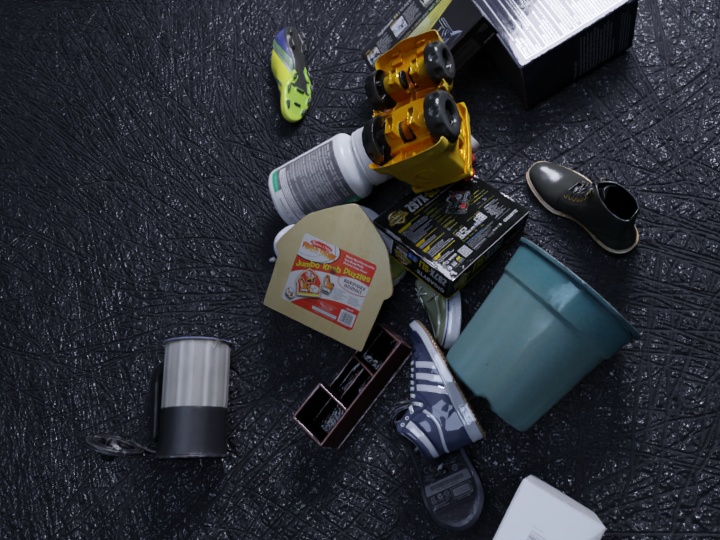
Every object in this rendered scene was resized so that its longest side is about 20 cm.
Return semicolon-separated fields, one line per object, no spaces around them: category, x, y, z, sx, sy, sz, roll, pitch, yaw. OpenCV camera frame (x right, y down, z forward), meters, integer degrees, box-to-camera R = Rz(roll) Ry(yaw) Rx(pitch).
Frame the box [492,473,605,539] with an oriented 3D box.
box;0.220;0.332;0.716;0.097;0.200;0.126;26;84;24

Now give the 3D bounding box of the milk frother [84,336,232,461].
milk frother;-0.317;0.207;0.945;0.178;0.200;0.191;-10;70;20

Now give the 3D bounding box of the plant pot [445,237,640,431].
plant pot;0.232;0.095;0.800;0.200;0.200;0.197;43;98;25

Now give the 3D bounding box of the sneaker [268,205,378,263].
sneaker;-0.064;-0.053;1.004;0.197;0.114;0.077;-17;86;-24

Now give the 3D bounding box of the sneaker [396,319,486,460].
sneaker;0.088;0.174;0.852;0.108;0.070;0.202;-31;56;6

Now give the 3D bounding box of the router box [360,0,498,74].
router box;0.105;-0.372;0.962;0.200;0.052;0.159;-40;55;27

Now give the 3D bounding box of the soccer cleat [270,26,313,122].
soccer cleat;-0.140;-0.376;1.149;0.083;0.064;0.204;-18;70;45

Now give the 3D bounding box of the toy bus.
toy bus;0.109;-0.220;0.883;0.134;0.191;0.203;-15;65;37

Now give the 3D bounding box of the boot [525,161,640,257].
boot;0.325;-0.118;0.853;0.078;0.138;0.200;-48;64;0

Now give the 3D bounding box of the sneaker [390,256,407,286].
sneaker;0.000;0.000;0.957;0.198;0.090;0.079;-33;64;5

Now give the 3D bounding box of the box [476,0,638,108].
box;0.304;-0.415;0.960;0.196;0.123;0.202;-28;64;9

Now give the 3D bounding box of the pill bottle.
pill bottle;-0.048;-0.160;0.996;0.198;0.113;0.115;-24;67;21

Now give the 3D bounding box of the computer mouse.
computer mouse;0.126;0.274;0.854;0.137;0.053;0.202;-23;55;13

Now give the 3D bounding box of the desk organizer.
desk organizer;-0.010;0.176;0.913;0.071;0.077;0.201;37;88;25

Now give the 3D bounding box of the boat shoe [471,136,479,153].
boat shoe;0.104;-0.223;1.007;0.199;0.074;0.093;38;95;33

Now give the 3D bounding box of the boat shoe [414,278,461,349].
boat shoe;0.114;0.027;0.909;0.061;0.072;0.203;2;58;-6

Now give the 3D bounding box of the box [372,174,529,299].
box;0.139;-0.069;0.906;0.159;0.050;0.199;37;59;26

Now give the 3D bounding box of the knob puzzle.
knob puzzle;-0.038;-0.006;0.900;0.216;0.030;0.224;1;96;13
